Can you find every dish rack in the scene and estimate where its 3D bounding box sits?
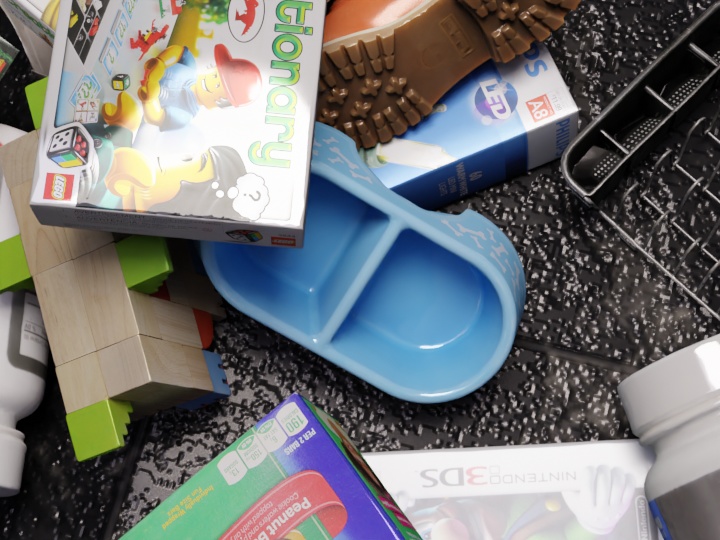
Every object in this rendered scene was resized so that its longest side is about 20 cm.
[{"bbox_3d":[0.230,-0.039,0.757,0.153,0.055,0.200,-44,74,-5],"label":"dish rack"}]

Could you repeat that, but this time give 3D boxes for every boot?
[{"bbox_3d":[0.015,-0.142,0.755,0.200,0.075,0.107,-29,49,4],"label":"boot"}]

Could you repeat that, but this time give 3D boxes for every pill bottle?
[{"bbox_3d":[0.212,0.132,0.675,0.114,0.114,0.200,-22,74,1],"label":"pill bottle"},{"bbox_3d":[-0.233,0.024,0.768,0.114,0.114,0.200,0,74,8],"label":"pill bottle"}]

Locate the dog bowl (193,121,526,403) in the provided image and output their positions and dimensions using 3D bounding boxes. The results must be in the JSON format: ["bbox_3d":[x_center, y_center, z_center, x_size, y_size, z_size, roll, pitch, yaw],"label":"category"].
[{"bbox_3d":[0.000,0.000,0.730,0.200,0.050,0.112,30,106,-10],"label":"dog bowl"}]

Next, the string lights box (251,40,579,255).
[{"bbox_3d":[0.017,-0.085,0.795,0.200,0.059,0.103,-23,69,0],"label":"string lights box"}]

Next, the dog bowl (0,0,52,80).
[{"bbox_3d":[-0.114,-0.166,0.806,0.200,0.059,0.200,-10,52,13],"label":"dog bowl"}]

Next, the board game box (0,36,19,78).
[{"bbox_3d":[-0.274,-0.061,0.736,0.105,0.023,0.200,37,94,33],"label":"board game box"}]

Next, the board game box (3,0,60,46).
[{"bbox_3d":[-0.075,-0.175,0.710,0.126,0.035,0.200,39,77,10],"label":"board game box"}]

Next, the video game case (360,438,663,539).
[{"bbox_3d":[0.079,0.194,0.725,0.182,0.023,0.200,-4,73,7],"label":"video game case"}]

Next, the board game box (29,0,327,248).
[{"bbox_3d":[-0.080,-0.115,0.649,0.126,0.035,0.200,5,75,-1],"label":"board game box"}]

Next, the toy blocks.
[{"bbox_3d":[-0.126,0.005,0.752,0.100,0.137,0.200,-22,74,14],"label":"toy blocks"}]

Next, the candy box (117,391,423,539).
[{"bbox_3d":[-0.032,0.195,0.691,0.169,0.077,0.200,-40,67,3],"label":"candy box"}]
